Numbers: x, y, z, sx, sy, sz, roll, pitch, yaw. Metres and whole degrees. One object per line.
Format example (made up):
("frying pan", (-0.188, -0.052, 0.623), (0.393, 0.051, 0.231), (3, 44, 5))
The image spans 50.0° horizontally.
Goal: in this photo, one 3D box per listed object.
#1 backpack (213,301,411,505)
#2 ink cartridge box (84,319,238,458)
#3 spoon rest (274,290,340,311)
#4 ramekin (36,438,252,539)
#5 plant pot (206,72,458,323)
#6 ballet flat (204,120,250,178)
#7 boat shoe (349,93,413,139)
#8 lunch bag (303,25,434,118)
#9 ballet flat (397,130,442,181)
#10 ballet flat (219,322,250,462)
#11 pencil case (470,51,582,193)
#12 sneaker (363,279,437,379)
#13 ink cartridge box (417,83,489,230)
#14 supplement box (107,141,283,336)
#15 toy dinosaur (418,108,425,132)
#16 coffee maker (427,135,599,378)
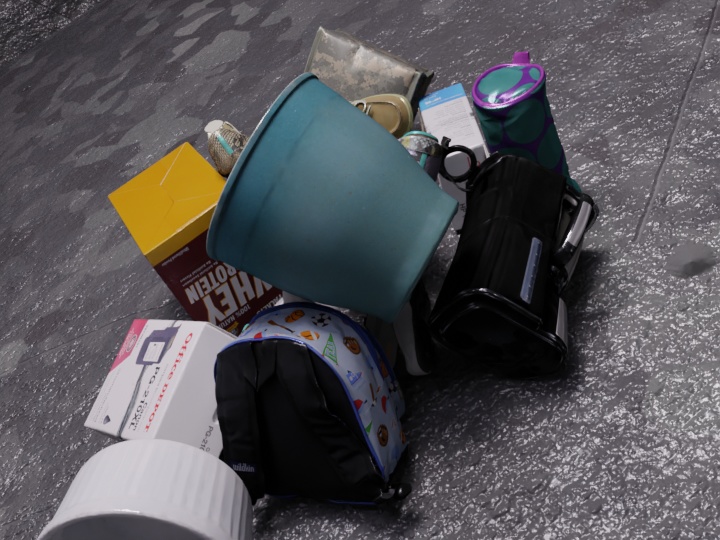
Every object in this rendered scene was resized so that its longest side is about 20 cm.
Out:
("backpack", (-0.050, 0.127, 0.774), (0.197, 0.192, 0.155), (-9, 29, 25))
("ink cartridge box", (-0.221, 0.138, 0.894), (0.199, 0.084, 0.146), (-4, 59, 51))
("spoon rest", (-0.058, 0.040, 0.913), (0.061, 0.099, 0.200), (-51, 13, -8))
("ramekin", (-0.194, 0.254, 0.729), (0.198, 0.202, 0.098), (-18, 31, 15))
("plant pot", (-0.016, -0.052, 0.741), (0.186, 0.201, 0.201), (30, 58, 2))
("ballet flat", (-0.169, -0.161, 0.998), (0.068, 0.076, 0.200), (-38, 10, -2))
("boat shoe", (-0.025, -0.182, 1.019), (0.198, 0.074, 0.063), (-5, 15, 31))
("lunch bag", (-0.008, -0.219, 1.104), (0.162, 0.202, 0.118), (25, 19, 8))
("ballet flat", (0.037, -0.097, 0.875), (0.072, 0.072, 0.200), (-41, 3, -15))
("ballet flat", (-0.118, 0.151, 0.899), (0.067, 0.068, 0.202), (-2, 55, 17))
("pencil case", (0.197, -0.142, 0.900), (0.084, 0.201, 0.093), (15, 57, 42))
("sneaker", (0.037, 0.044, 0.906), (0.078, 0.074, 0.202), (-22, 39, 18))
("ink cartridge box", (0.130, -0.139, 1.004), (0.066, 0.117, 0.201), (-16, 39, 8))
("supplement box", (-0.207, -0.027, 1.033), (0.132, 0.201, 0.197), (-36, 39, -10))
("toy dinosaur", (0.066, -0.098, 1.007), (0.058, 0.101, 0.202), (21, 91, 8))
("coffee maker", (0.141, -0.011, 0.818), (0.190, 0.136, 0.201), (17, 53, 9))
